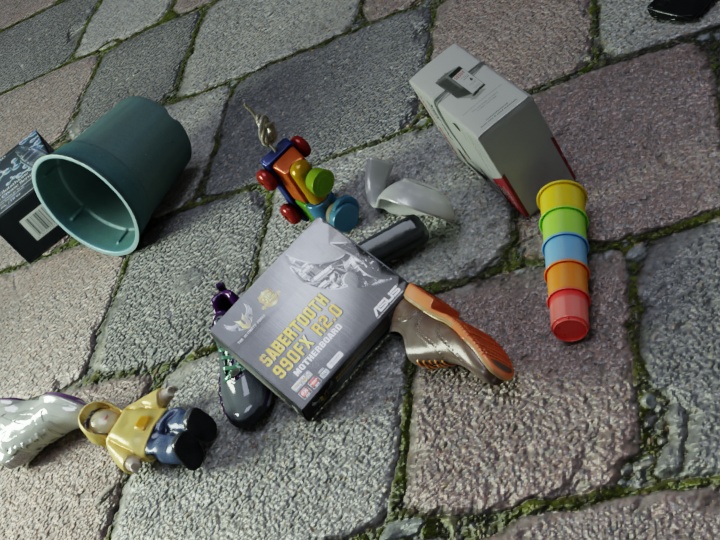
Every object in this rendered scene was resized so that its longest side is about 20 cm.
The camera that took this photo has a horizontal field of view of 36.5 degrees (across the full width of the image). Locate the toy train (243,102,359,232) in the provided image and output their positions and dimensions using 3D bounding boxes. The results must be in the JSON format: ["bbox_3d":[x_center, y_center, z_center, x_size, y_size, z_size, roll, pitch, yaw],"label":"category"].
[{"bbox_3d":[-0.081,-0.135,1.464,0.085,0.200,0.116,-46,43,-14],"label":"toy train"}]

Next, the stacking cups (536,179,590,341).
[{"bbox_3d":[0.231,-0.013,1.208,0.060,0.061,0.201,-18,43,21],"label":"stacking cups"}]

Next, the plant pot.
[{"bbox_3d":[-0.382,-0.163,1.746,0.200,0.201,0.196,1,43,38],"label":"plant pot"}]

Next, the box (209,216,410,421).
[{"bbox_3d":[-0.056,0.055,1.311,0.158,0.048,0.200,38,75,22],"label":"box"}]

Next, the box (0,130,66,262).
[{"bbox_3d":[-0.576,-0.133,1.919,0.148,0.107,0.200,-40,37,-4],"label":"box"}]

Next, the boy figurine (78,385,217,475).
[{"bbox_3d":[-0.272,0.196,1.372,0.199,0.064,0.125,4,55,36],"label":"boy figurine"}]

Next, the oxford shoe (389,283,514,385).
[{"bbox_3d":[0.098,0.087,1.211,0.073,0.071,0.200,-57,33,5],"label":"oxford shoe"}]

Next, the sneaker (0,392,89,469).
[{"bbox_3d":[-0.436,0.220,1.484,0.199,0.075,0.100,-10,63,30],"label":"sneaker"}]

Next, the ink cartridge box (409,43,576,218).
[{"bbox_3d":[0.161,-0.177,1.362,0.083,0.147,0.200,-38,36,0],"label":"ink cartridge box"}]

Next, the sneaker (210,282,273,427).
[{"bbox_3d":[-0.162,0.104,1.362,0.074,0.088,0.200,-27,38,11],"label":"sneaker"}]

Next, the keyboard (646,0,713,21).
[{"bbox_3d":[0.459,-0.411,1.484,0.200,0.021,0.127,-46,44,-14],"label":"keyboard"}]

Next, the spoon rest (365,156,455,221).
[{"bbox_3d":[0.055,-0.095,1.420,0.061,0.099,0.200,-70,25,11],"label":"spoon rest"}]

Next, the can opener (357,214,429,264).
[{"bbox_3d":[0.000,0.000,1.390,0.200,0.053,0.067,-33,72,7],"label":"can opener"}]
